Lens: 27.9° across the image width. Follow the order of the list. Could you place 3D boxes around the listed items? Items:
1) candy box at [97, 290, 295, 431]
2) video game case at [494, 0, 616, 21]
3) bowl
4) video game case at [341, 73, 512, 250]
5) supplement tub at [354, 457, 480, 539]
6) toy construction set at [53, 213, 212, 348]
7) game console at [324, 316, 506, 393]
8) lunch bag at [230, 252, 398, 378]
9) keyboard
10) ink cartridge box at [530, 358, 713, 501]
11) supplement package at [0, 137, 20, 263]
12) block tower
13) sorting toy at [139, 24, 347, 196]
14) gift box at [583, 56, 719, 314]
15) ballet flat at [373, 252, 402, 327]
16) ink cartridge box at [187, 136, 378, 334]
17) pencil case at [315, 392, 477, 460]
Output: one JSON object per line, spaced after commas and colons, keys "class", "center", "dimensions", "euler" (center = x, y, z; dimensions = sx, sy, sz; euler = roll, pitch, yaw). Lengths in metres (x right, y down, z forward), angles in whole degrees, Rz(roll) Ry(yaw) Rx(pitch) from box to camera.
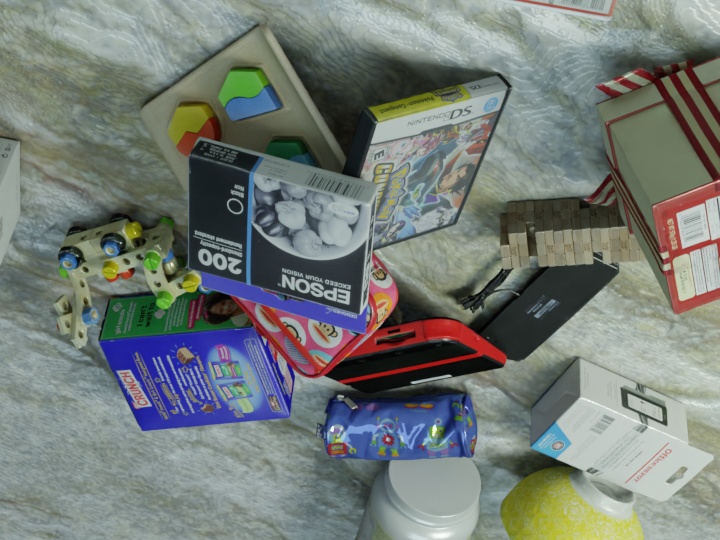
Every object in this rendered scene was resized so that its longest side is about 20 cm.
{"class": "candy box", "center": [-0.196, 0.108, 1.763], "dimensions": [0.198, 0.078, 0.170], "euler": [-6, 133, 11]}
{"class": "video game case", "center": [0.189, -0.330, 1.343], "dimensions": [0.141, 0.018, 0.201], "euler": [10, 134, -2]}
{"class": "bowl", "center": [0.286, 0.308, 1.829], "dimensions": [0.198, 0.201, 0.108], "euler": [23, 113, -15]}
{"class": "video game case", "center": [0.055, -0.103, 1.494], "dimensions": [0.179, 0.026, 0.201], "euler": [-18, 144, -33]}
{"class": "supplement tub", "center": [0.075, 0.329, 1.889], "dimensions": [0.143, 0.146, 0.201], "euler": [12, 134, -4]}
{"class": "toy construction set", "center": [-0.275, 0.006, 1.673], "dimensions": [0.198, 0.093, 0.132], "euler": [-24, 126, 13]}
{"class": "game console", "center": [0.053, 0.102, 1.709], "dimensions": [0.198, 0.031, 0.177], "euler": [-13, 160, 25]}
{"class": "lunch bag", "center": [-0.072, 0.013, 1.608], "dimensions": [0.200, 0.082, 0.176], "euler": [48, 129, 5]}
{"class": "keyboard", "center": [0.194, 0.029, 1.680], "dimensions": [0.126, 0.021, 0.200], "euler": [24, 131, -23]}
{"class": "ink cartridge box", "center": [0.323, 0.200, 1.790], "dimensions": [0.198, 0.068, 0.116], "euler": [24, 132, -15]}
{"class": "supplement package", "center": [-0.485, -0.085, 1.593], "dimensions": [0.198, 0.110, 0.114], "euler": [10, 133, -2]}
{"class": "block tower", "center": [0.251, -0.043, 1.579], "dimensions": [0.198, 0.058, 0.054], "euler": [-5, 134, 10]}
{"class": "sorting toy", "center": [-0.123, -0.129, 1.505], "dimensions": [0.199, 0.036, 0.186], "euler": [-29, 95, 32]}
{"class": "gift box", "center": [0.325, -0.095, 1.427], "dimensions": [0.198, 0.188, 0.186], "euler": [-16, 133, 1]}
{"class": "ballet flat", "center": [0.000, 0.000, 1.665], "dimensions": [0.067, 0.047, 0.201], "euler": [-9, 127, 28]}
{"class": "ink cartridge box", "center": [-0.083, -0.023, 1.484], "dimensions": [0.196, 0.044, 0.202], "euler": [15, 131, 13]}
{"class": "pencil case", "center": [0.047, 0.193, 1.812], "dimensions": [0.197, 0.078, 0.088], "euler": [-1, 119, 9]}
